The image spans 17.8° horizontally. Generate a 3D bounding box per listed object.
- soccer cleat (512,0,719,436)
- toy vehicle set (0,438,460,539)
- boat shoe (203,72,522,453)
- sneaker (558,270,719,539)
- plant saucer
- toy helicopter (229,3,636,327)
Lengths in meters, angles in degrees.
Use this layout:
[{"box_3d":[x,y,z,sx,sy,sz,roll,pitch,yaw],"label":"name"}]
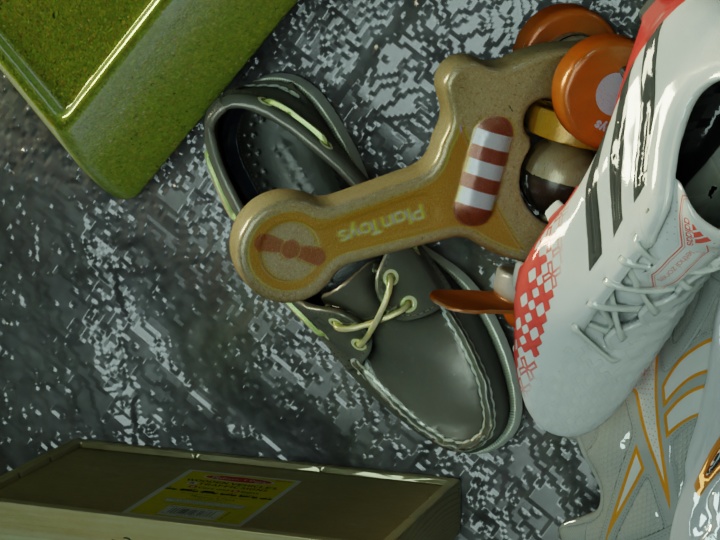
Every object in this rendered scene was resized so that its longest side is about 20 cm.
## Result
[{"box_3d":[0.116,-0.013,0.915,0.068,0.085,0.201,11,113,-26],"label":"soccer cleat"},{"box_3d":[-0.065,0.111,1.037,0.198,0.124,0.027,5,99,18],"label":"toy vehicle set"},{"box_3d":[-0.002,0.002,1.033,0.072,0.060,0.202,-37,86,20],"label":"boat shoe"},{"box_3d":[0.129,0.047,0.994,0.091,0.076,0.202,11,101,20],"label":"sneaker"},{"box_3d":[-0.127,-0.161,1.027,0.200,0.048,0.200,49,122,9],"label":"plant saucer"},{"box_3d":[0.043,-0.024,0.980,0.198,0.079,0.133,-17,111,-7],"label":"toy helicopter"}]
